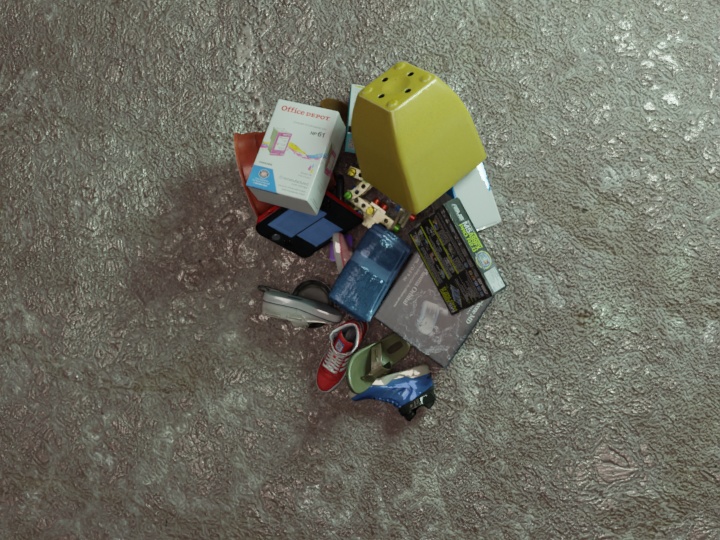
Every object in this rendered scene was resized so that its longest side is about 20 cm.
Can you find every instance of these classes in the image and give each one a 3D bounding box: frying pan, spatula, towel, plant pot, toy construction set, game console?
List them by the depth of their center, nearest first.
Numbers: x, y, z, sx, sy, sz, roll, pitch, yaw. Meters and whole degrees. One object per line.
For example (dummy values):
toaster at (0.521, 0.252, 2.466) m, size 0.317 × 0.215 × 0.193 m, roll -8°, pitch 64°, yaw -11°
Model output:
plant pot at (0.095, -0.272, 1.262) m, size 0.194 × 0.202 × 0.194 m, roll -37°, pitch 45°, yaw -13°
towel at (0.020, 0.005, 1.455) m, size 0.111 × 0.048 × 0.202 m, roll 34°, pitch 84°, yaw -12°
game console at (-0.117, -0.106, 1.479) m, size 0.198 × 0.176 × 0.032 m, roll -29°, pitch 46°, yaw 31°
plant pot at (-0.164, -0.240, 1.503) m, size 0.192 × 0.201 × 0.205 m, roll -16°, pitch 88°, yaw 2°
toy construction set at (0.041, -0.155, 1.509) m, size 0.199 × 0.092 × 0.132 m, roll 38°, pitch 103°, yaw 20°
spatula at (-0.046, -0.124, 1.559) m, size 0.055 × 0.021 × 0.205 m, roll -1°, pitch 90°, yaw 12°
frying pan at (-0.149, 0.083, 1.576) m, size 0.186 × 0.031 × 0.118 m, roll -7°, pitch 89°, yaw 14°

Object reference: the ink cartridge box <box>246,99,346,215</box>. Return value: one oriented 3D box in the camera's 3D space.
ink cartridge box at (-0.129, -0.234, 1.358) m, size 0.142 × 0.085 × 0.203 m, roll 15°, pitch 76°, yaw 16°

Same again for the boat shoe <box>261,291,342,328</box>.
boat shoe at (-0.139, 0.102, 1.528) m, size 0.196 × 0.072 × 0.067 m, roll 13°, pitch 99°, yaw 11°

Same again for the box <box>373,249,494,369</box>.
box at (0.165, 0.075, 1.475) m, size 0.198 × 0.117 × 0.198 m, roll 34°, pitch 96°, yaw 7°

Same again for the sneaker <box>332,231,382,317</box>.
sneaker at (0.000, 0.000, 1.514) m, size 0.103 × 0.075 × 0.204 m, roll -14°, pitch 105°, yaw 2°

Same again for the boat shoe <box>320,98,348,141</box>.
boat shoe at (-0.024, -0.320, 1.522) m, size 0.070 × 0.071 × 0.200 m, roll -29°, pitch 60°, yaw -32°

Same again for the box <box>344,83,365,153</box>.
box at (0.011, -0.333, 1.459) m, size 0.081 × 0.202 × 0.050 m, roll 8°, pitch 135°, yaw -5°

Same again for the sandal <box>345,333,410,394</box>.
sandal at (0.043, 0.197, 1.474) m, size 0.200 × 0.057 × 0.081 m, roll -35°, pitch 100°, yaw -32°

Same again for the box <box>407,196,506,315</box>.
box at (0.190, -0.024, 1.335) m, size 0.044 × 0.160 × 0.202 m, roll -25°, pitch 84°, yaw -28°

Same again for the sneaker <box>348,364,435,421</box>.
sneaker at (0.075, 0.295, 1.513) m, size 0.196 × 0.077 × 0.113 m, roll -17°, pitch 78°, yaw 4°

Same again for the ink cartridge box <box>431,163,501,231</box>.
ink cartridge box at (0.214, -0.147, 1.414) m, size 0.084 × 0.200 × 0.149 m, roll -17°, pitch 88°, yaw -5°

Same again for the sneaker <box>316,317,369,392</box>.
sneaker at (-0.052, 0.195, 1.518) m, size 0.071 × 0.112 × 0.202 m, roll 30°, pitch 96°, yaw 9°
